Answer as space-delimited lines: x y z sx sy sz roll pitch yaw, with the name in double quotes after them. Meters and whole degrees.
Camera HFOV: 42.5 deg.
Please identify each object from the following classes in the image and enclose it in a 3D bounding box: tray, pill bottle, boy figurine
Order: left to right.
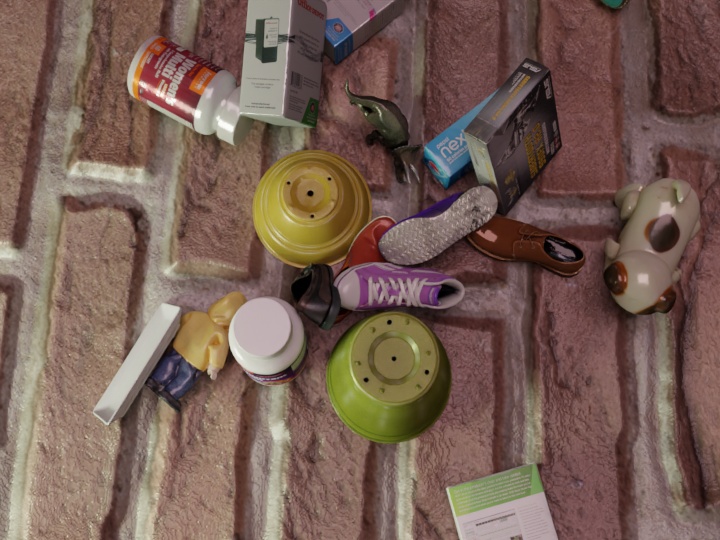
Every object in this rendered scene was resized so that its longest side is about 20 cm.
-0.334 0.142 1.407 0.022 0.107 0.202 36 76 -23 "tray"
-0.269 -0.290 1.503 0.198 0.110 0.111 28 77 7 "pill bottle"
-0.250 0.112 1.425 0.123 0.065 0.201 29 73 30 "boy figurine"
-0.135 0.102 1.359 0.109 0.200 0.114 0 75 0 "pill bottle"

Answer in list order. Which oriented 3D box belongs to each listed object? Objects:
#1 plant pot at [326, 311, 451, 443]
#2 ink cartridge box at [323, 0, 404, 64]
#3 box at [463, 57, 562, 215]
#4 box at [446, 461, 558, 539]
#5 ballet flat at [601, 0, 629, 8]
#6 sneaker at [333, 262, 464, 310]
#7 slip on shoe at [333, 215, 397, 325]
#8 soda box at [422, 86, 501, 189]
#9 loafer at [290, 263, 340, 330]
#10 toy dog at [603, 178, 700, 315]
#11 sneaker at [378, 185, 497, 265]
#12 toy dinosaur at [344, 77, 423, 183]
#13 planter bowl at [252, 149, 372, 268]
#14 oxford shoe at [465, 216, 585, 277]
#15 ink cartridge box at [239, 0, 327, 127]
0.046 0.142 1.355 0.196 0.193 0.204 0 75 -1 "plant pot"
-0.002 -0.462 1.570 0.199 0.068 0.116 -39 79 -9 "ink cartridge box"
0.242 -0.204 1.440 0.048 0.201 0.159 33 75 31 "box"
0.221 0.403 1.373 0.142 0.036 0.204 -14 78 -4 "box"
0.393 -0.531 1.603 0.200 0.071 0.065 45 52 7 "ballet flat"
0.063 0.027 1.390 0.197 0.114 0.074 -5 99 -23 "sneaker"
0.000 0.000 1.451 0.074 0.061 0.201 38 80 -5 "slip on shoe"
0.198 -0.226 1.515 0.199 0.064 0.068 -38 79 -9 "soda box"
-0.076 0.026 1.381 0.062 0.200 0.073 21 101 -17 "loafer"
0.446 -0.025 1.408 0.138 0.194 0.202 28 70 -6 "toy dog"
0.118 -0.068 1.458 0.197 0.099 0.071 -25 97 -5 "sneaker"
0.043 -0.240 1.483 0.102 0.202 0.077 23 60 44 "toy dinosaur"
-0.078 -0.111 1.474 0.196 0.084 0.204 0 76 -1 "planter bowl"
0.264 -0.048 1.469 0.196 0.071 0.073 15 78 5 "oxford shoe"
-0.120 -0.338 1.465 0.082 0.146 0.204 7 93 18 "ink cartridge box"
